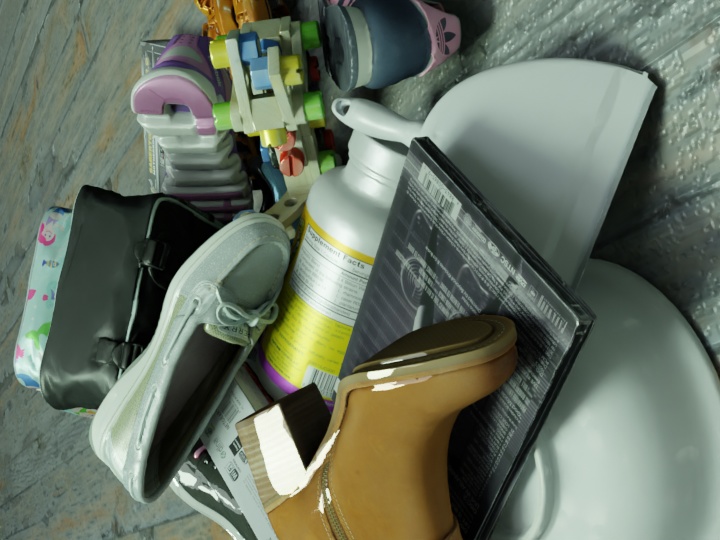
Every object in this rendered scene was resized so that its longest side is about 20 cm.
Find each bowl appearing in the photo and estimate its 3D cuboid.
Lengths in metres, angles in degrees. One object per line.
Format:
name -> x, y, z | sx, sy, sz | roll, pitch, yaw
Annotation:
bowl -> 0.106, 0.100, 0.588 | 0.200, 0.089, 0.205 | 23, 117, 55

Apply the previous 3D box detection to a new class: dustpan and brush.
dustpan and brush -> 0.058, -0.071, 0.600 | 0.198, 0.057, 0.142 | 24, 94, 23

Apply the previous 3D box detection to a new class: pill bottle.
pill bottle -> 0.000, 0.000, 0.718 | 0.104, 0.103, 0.203 | 47, 125, 44

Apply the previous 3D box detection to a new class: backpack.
backpack -> -0.167, 0.036, 0.823 | 0.148, 0.199, 0.181 | 5, 82, 27

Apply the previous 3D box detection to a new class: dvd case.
dvd case -> 0.045, 0.052, 0.572 | 0.149, 0.016, 0.202 | 52, 138, 37

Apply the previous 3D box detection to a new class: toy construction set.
toy construction set -> -0.058, -0.088, 0.723 | 0.132, 0.090, 0.202 | -93, 8, -50

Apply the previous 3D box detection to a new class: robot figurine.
robot figurine -> -0.097, -0.166, 0.900 | 0.144, 0.057, 0.204 | -15, 84, 61

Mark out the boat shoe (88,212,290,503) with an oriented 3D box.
boat shoe -> -0.104, 0.057, 0.689 | 0.065, 0.074, 0.203 | 38, 92, 39

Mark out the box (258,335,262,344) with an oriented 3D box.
box -> -0.075, 0.111, 0.959 | 0.199, 0.032, 0.124 | 20, 114, 56

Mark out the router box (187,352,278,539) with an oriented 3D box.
router box -> -0.022, 0.154, 0.740 | 0.049, 0.179, 0.200 | -51, 44, 8

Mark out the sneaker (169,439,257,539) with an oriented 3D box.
sneaker -> -0.091, 0.169, 0.862 | 0.200, 0.070, 0.100 | 43, 123, 15

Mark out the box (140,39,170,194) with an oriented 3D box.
box -> -0.173, -0.127, 1.053 | 0.158, 0.048, 0.204 | 25, 119, 56

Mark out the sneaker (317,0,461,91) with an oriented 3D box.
sneaker -> 0.014, -0.167, 0.712 | 0.201, 0.080, 0.071 | -110, 13, -63

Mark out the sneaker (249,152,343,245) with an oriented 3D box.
sneaker -> -0.067, 0.000, 0.834 | 0.078, 0.088, 0.204 | -169, 82, -67

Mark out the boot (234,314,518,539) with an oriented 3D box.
boot -> 0.032, 0.119, 0.542 | 0.199, 0.073, 0.157 | -29, 88, 42

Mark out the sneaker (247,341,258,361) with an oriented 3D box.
sneaker -> -0.142, 0.117, 0.968 | 0.141, 0.077, 0.201 | 62, 144, 32

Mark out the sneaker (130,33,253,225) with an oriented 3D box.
sneaker -> -0.126, -0.109, 0.839 | 0.202, 0.079, 0.090 | 85, -173, -53
